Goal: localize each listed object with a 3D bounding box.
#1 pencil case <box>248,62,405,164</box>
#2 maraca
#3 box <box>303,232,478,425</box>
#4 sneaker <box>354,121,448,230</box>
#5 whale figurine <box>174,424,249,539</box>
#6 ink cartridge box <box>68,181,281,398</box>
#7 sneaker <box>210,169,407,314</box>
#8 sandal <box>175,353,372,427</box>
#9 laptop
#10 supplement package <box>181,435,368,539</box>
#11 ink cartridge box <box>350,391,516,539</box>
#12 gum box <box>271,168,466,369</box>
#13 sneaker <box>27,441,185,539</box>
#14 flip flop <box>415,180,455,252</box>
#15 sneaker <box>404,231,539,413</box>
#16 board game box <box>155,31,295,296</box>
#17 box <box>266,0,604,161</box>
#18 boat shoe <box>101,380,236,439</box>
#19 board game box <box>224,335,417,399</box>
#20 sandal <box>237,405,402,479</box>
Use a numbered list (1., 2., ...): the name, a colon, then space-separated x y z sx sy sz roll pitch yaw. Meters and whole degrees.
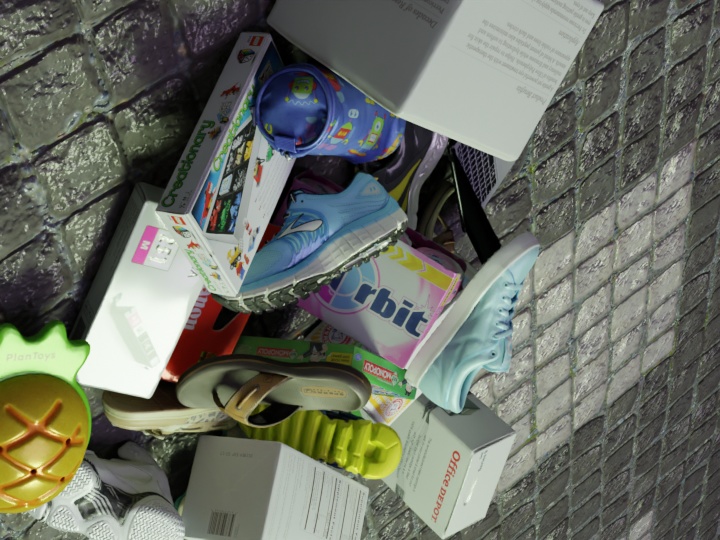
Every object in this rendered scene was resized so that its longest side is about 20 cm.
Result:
1. pencil case: -0.025 -0.141 1.164 0.200 0.077 0.088 -8 119 -67
2. maraca: -0.308 0.135 1.139 0.136 0.107 0.202 -5 120 -34
3. box: 0.050 0.066 1.462 0.200 0.112 0.102 -45 147 -6
4. sneaker: 0.021 -0.090 1.335 0.084 0.074 0.202 7 108 -43
5. whale figurine: -0.170 0.274 1.449 0.159 0.103 0.203 24 79 -54
6. ink cartridge box: -0.173 0.032 1.207 0.172 0.044 0.202 16 111 -32
7. sneaker: -0.057 -0.028 1.199 0.198 0.091 0.078 -28 167 -6
8. sandal: -0.088 0.125 1.217 0.082 0.197 0.055 81 16 -54
9. laptop: 0.165 -0.085 1.392 0.201 0.115 0.188 -54 157 -17
10. supplement package: -0.089 0.263 1.372 0.200 0.112 0.111 38 58 -53
11. ink cartridge box: 0.081 0.206 1.550 0.083 0.200 0.147 -16 134 -39
12. gum box: 0.000 0.000 1.270 0.114 0.198 0.066 -60 176 17
13. sneaker: -0.273 0.218 1.287 0.199 0.115 0.076 31 100 -20
14. flip flop: 0.073 -0.017 1.383 0.057 0.201 0.081 30 134 -14
15. sneaker: 0.131 0.056 1.259 0.201 0.082 0.074 -55 166 20
16. board game box: -0.109 -0.096 1.127 0.127 0.034 0.202 64 40 -52
17. box: 0.068 -0.232 1.134 0.198 0.200 0.173 12 111 -52
18. boat shoe: -0.189 0.147 1.309 0.199 0.073 0.063 1 119 -49
19. board game box: -0.056 0.099 1.316 0.134 0.198 0.030 27 70 -54
20. sandal: -0.054 0.184 1.431 0.087 0.198 0.080 167 -54 -81
